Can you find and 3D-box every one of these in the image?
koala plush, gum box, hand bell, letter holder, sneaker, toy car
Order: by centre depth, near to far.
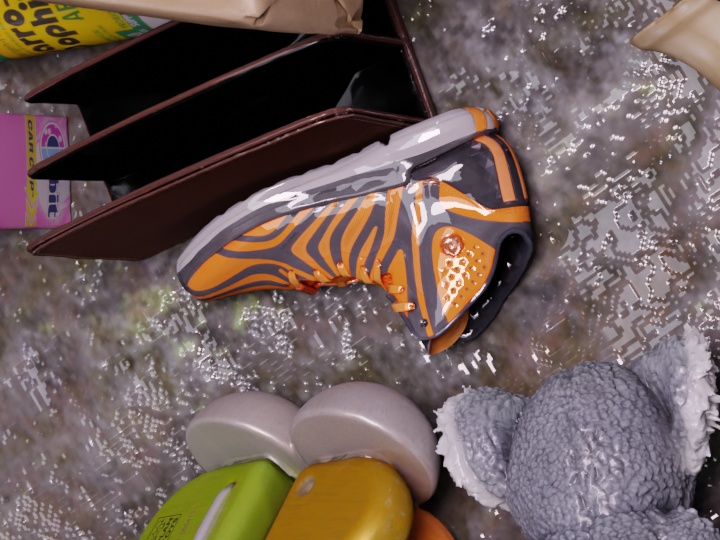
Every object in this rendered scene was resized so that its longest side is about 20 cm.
[{"bbox_3d":[0.128,0.135,1.370,0.177,0.184,0.201,-15,73,22],"label":"koala plush"},{"bbox_3d":[0.234,-0.065,1.370,0.104,0.104,0.200,-36,91,19],"label":"hand bell"},{"bbox_3d":[-0.030,0.162,1.443,0.200,0.150,0.175,-7,46,45],"label":"toy car"},{"bbox_3d":[-0.084,-0.086,1.460,0.199,0.142,0.101,-23,82,22],"label":"letter holder"},{"bbox_3d":[0.000,0.000,1.461,0.199,0.078,0.112,-24,81,21],"label":"sneaker"},{"bbox_3d":[-0.279,-0.055,1.558,0.199,0.113,0.066,0,92,23],"label":"gum box"}]

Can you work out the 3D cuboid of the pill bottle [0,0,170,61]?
[{"bbox_3d":[-0.190,-0.174,1.520,0.199,0.113,0.113,-7,88,22],"label":"pill bottle"}]

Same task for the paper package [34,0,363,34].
[{"bbox_3d":[-0.096,-0.220,1.346,0.199,0.103,0.191,9,97,32],"label":"paper package"}]
